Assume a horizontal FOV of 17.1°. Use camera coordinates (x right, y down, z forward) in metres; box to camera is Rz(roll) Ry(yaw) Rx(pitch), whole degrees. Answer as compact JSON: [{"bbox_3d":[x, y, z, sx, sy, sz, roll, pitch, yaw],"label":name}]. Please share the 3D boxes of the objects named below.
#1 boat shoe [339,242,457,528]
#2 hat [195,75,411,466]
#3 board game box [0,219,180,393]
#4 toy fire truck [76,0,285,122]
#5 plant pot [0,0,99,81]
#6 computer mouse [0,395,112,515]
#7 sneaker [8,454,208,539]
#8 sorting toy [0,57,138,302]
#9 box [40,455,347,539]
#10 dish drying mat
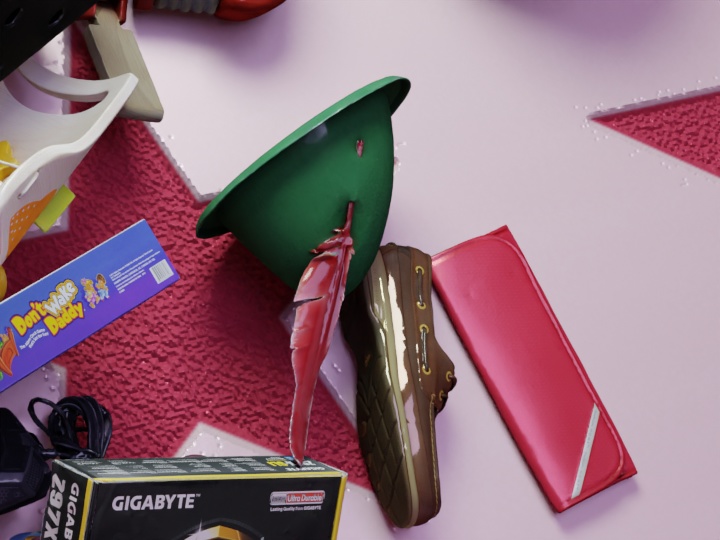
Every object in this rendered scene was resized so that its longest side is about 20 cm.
[{"bbox_3d":[0.034,0.073,1.618,0.067,0.072,0.201,-2,69,-20],"label":"boat shoe"},{"bbox_3d":[0.000,0.000,1.576,0.200,0.166,0.176,-36,82,2],"label":"hat"},{"bbox_3d":[-0.218,0.047,1.451,0.045,0.134,0.200,59,37,-3],"label":"board game box"},{"bbox_3d":[-0.123,-0.197,1.643,0.175,0.129,0.201,6,89,-14],"label":"toy fire truck"},{"bbox_3d":[-0.249,-0.235,1.501,0.177,0.200,0.200,40,61,11],"label":"plant pot"},{"bbox_3d":[-0.250,0.129,1.481,0.199,0.053,0.139,4,32,-15],"label":"computer mouse"},{"bbox_3d":[-0.169,0.177,1.499,0.090,0.075,0.200,41,61,-9],"label":"sneaker"},{"bbox_3d":[-0.237,-0.083,1.531,0.199,0.107,0.180,17,50,31],"label":"sorting toy"},{"bbox_3d":[-0.107,0.196,1.458,0.199,0.049,0.161,4,101,-42],"label":"box"},{"bbox_3d":[0.120,0.067,1.684,0.077,0.018,0.201,-23,81,-26],"label":"dish drying mat"}]
